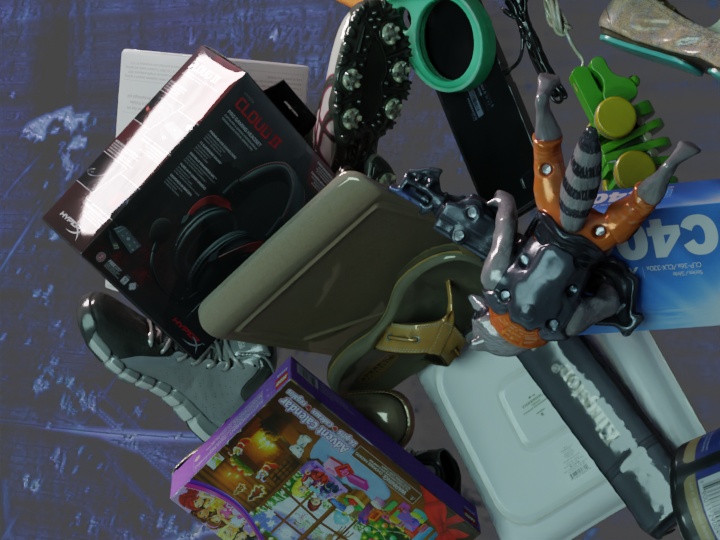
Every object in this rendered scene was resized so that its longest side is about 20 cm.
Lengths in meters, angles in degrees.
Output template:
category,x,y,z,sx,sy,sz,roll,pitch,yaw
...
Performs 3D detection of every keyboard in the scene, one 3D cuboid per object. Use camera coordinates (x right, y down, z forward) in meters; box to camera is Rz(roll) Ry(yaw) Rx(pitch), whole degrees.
category,x,y,z,sx,sy,sz,roll,pitch,yaw
keyboard,0.107,-0.146,1.372,0.127,0.021,0.201,-34,73,47

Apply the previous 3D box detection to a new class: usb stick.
category,x,y,z,sx,sy,sz,roll,pitch,yaw
usb stick,0.174,0.103,1.301,0.055,0.033,0.200,-47,66,28

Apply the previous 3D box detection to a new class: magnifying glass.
category,x,y,z,sx,sy,sz,roll,pitch,yaw
magnifying glass,0.031,-0.202,1.414,0.200,0.022,0.080,34,124,40

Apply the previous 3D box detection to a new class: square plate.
category,x,y,z,sx,sy,sz,roll,pitch,yaw
square plate,0.142,0.100,1.360,0.200,0.028,0.199,-37,71,31

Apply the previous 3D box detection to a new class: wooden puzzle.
category,x,y,z,sx,sy,sz,roll,pitch,yaw
wooden puzzle,0.000,0.000,1.357,0.185,0.199,0.037,-41,54,27

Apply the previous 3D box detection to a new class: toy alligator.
category,x,y,z,sx,sy,sz,roll,pitch,yaw
toy alligator,0.191,-0.115,1.304,0.054,0.059,0.201,-17,80,-5

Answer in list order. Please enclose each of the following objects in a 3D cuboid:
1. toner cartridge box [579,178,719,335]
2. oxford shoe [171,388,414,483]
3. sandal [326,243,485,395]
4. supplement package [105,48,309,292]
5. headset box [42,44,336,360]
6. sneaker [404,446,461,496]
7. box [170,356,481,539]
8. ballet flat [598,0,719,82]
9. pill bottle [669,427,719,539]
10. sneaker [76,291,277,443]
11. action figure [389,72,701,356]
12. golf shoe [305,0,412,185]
category,x,y,z,sx,sy,sz,roll,pitch,yaw
toner cartridge box,0.229,-0.011,1.245,0.199,0.043,0.096,-6,114,25
oxford shoe,-0.053,0.143,1.384,0.199,0.075,0.071,-23,78,19
sandal,0.043,0.053,1.363,0.200,0.080,0.054,-47,37,37
supplement package,-0.128,-0.076,1.481,0.117,0.116,0.202,11,98,44
headset box,-0.115,-0.058,1.343,0.200,0.149,0.075,-48,41,-7
sneaker,0.015,0.151,1.437,0.115,0.076,0.201,-37,79,21
box,-0.026,0.177,1.352,0.200,0.039,0.137,40,107,-18
ballet flat,0.256,-0.160,1.248,0.199,0.068,0.068,29,97,29
pill bottle,0.315,0.134,1.189,0.199,0.112,0.113,-28,76,33
sneaker,-0.133,0.060,1.480,0.115,0.200,0.075,-33,37,21
action figure,0.110,-0.030,1.201,0.199,0.105,0.195,23,113,7
golf shoe,-0.014,-0.121,1.418,0.088,0.077,0.201,28,121,45
